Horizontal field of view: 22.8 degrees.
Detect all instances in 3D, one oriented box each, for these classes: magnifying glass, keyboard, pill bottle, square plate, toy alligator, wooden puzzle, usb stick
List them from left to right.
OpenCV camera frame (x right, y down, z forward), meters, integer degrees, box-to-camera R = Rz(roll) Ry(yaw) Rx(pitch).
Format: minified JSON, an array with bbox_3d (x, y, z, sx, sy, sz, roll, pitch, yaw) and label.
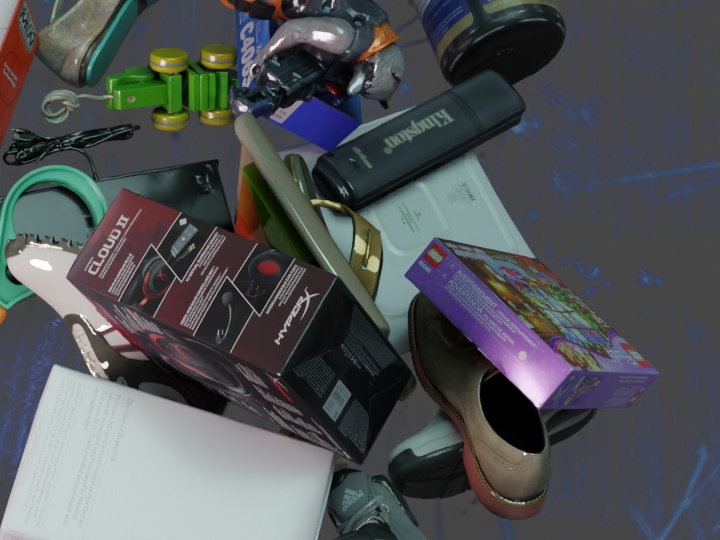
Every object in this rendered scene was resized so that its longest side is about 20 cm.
[{"bbox_3d":[-0.253,0.008,1.290,0.079,0.022,0.201,38,66,-12],"label":"magnifying glass"},{"bbox_3d":[-0.198,-0.054,1.353,0.199,0.021,0.128,-11,81,-25],"label":"keyboard"},{"bbox_3d":[-0.161,-0.146,1.407,0.199,0.060,0.054,-8,25,-23],"label":"toy alligator"},{"bbox_3d":[-0.044,0.005,1.277,0.037,0.200,0.186,-29,72,-13],"label":"wooden puzzle"},{"bbox_3d":[0.035,-0.039,1.426,0.197,0.028,0.201,-19,70,-26],"label":"square plate"},{"bbox_3d":[0.049,-0.105,1.431,0.199,0.033,0.056,-29,75,-29],"label":"usb stick"},{"bbox_3d":[0.090,-0.262,1.519,0.111,0.112,0.201,-10,66,-23],"label":"pill bottle"}]

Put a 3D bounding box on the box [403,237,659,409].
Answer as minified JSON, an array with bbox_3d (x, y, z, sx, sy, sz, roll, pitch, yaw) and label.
[{"bbox_3d":[0.128,0.040,1.285,0.137,0.039,0.200,45,15,21],"label":"box"}]

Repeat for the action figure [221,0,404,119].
[{"bbox_3d":[-0.048,-0.188,1.309,0.193,0.105,0.200,39,32,-2],"label":"action figure"}]

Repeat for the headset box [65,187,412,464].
[{"bbox_3d":[-0.085,0.033,1.157,0.199,0.149,0.075,22,73,31],"label":"headset box"}]

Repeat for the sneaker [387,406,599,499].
[{"bbox_3d":[0.080,0.094,1.351,0.200,0.076,0.116,-19,60,-35],"label":"sneaker"}]

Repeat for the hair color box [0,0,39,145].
[{"bbox_3d":[-0.315,-0.119,1.315,0.101,0.061,0.201,7,58,10],"label":"hair color box"}]

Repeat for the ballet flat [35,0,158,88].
[{"bbox_3d":[-0.198,-0.232,1.435,0.067,0.068,0.200,25,55,10],"label":"ballet flat"}]

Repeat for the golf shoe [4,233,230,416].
[{"bbox_3d":[-0.172,0.045,1.267,0.199,0.077,0.088,32,70,-14],"label":"golf shoe"}]

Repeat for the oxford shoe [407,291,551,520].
[{"bbox_3d":[0.091,0.075,1.267,0.070,0.075,0.201,-10,51,-22],"label":"oxford shoe"}]

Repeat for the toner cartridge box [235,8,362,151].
[{"bbox_3d":[-0.053,-0.198,1.438,0.095,0.043,0.201,26,42,-34],"label":"toner cartridge box"}]

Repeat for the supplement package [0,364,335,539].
[{"bbox_3d":[-0.132,0.159,1.197,0.199,0.117,0.118,18,67,-8],"label":"supplement package"}]

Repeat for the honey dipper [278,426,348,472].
[{"bbox_3d":[-0.068,0.066,1.329,0.038,0.038,0.201,-17,67,-26],"label":"honey dipper"}]

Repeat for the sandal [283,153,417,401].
[{"bbox_3d":[0.000,0.000,1.329,0.054,0.080,0.201,-28,82,1],"label":"sandal"}]

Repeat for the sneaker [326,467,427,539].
[{"bbox_3d":[-0.002,0.182,1.217,0.075,0.200,0.116,-36,63,6],"label":"sneaker"}]
